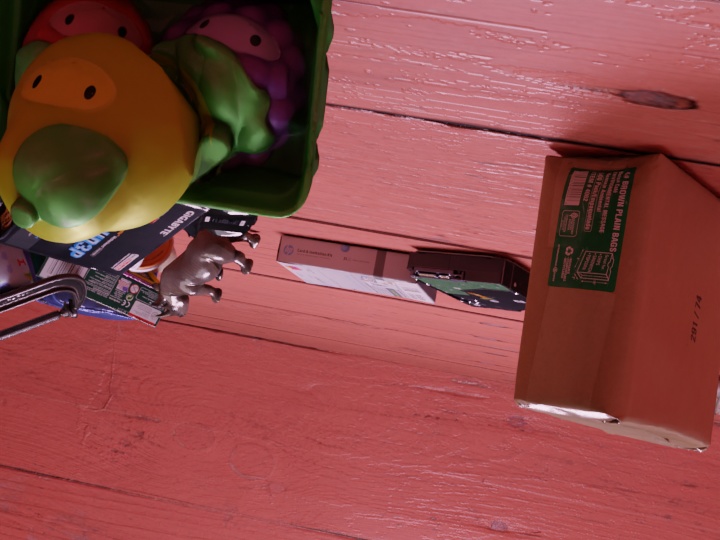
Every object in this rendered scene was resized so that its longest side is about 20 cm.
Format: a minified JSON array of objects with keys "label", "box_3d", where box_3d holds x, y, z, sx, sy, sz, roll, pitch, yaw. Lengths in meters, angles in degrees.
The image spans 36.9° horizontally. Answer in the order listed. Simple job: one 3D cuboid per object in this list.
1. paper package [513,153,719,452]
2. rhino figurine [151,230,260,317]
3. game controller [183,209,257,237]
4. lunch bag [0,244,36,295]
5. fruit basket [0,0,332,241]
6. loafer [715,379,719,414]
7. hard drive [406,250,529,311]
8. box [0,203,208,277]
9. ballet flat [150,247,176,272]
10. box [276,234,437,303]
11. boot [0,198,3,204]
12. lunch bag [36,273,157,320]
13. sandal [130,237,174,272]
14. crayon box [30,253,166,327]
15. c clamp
[{"label":"paper package","box_3d":[0.216,0.028,0.859,0.102,0.204,0.189,4,170,38]},{"label":"rhino figurine","box_3d":[-0.228,0.006,1.489,0.087,0.060,0.200,23,129,-36]},{"label":"game controller","box_3d":[-0.175,-0.071,1.300,0.102,0.043,0.200,-2,174,-12]},{"label":"lunch bag","box_3d":[-0.529,-0.053,1.386,0.126,0.202,0.170,-33,158,16]},{"label":"fruit basket","box_3d":[-0.120,-0.097,0.570,0.211,0.159,0.216,7,-174,-1]},{"label":"loafer","box_3d":[0.704,0.249,2.119,0.062,0.073,0.200,-1,164,23]},{"label":"hard drive","box_3d":[0.164,0.017,1.400,0.138,0.039,0.199,5,170,34]},{"label":"box","box_3d":[-0.281,-0.067,1.169,0.157,0.047,0.199,18,146,-38]},{"label":"ballet flat","box_3d":[-0.328,-0.047,1.543,0.069,0.071,0.198,2,167,44]},{"label":"box","box_3d":[0.000,0.000,1.489,0.196,0.042,0.156,8,170,15]},{"label":"boot","box_3d":[-0.418,-0.096,1.275,0.166,0.078,0.199,8,166,43]},{"label":"lunch bag","box_3d":[-0.436,0.002,1.725,0.197,0.138,0.131,16,170,-32]},{"label":"sandal","box_3d":[-0.337,-0.051,1.455,0.205,0.081,0.059,20,170,-36]},{"label":"crayon box","box_3d":[-0.390,-0.010,1.558,0.199,0.059,0.172,29,-175,-37]},{"label":"c clamp","box_3d":[-0.455,0.064,1.443,0.197,0.027,0.172,-23,156,-9]}]
